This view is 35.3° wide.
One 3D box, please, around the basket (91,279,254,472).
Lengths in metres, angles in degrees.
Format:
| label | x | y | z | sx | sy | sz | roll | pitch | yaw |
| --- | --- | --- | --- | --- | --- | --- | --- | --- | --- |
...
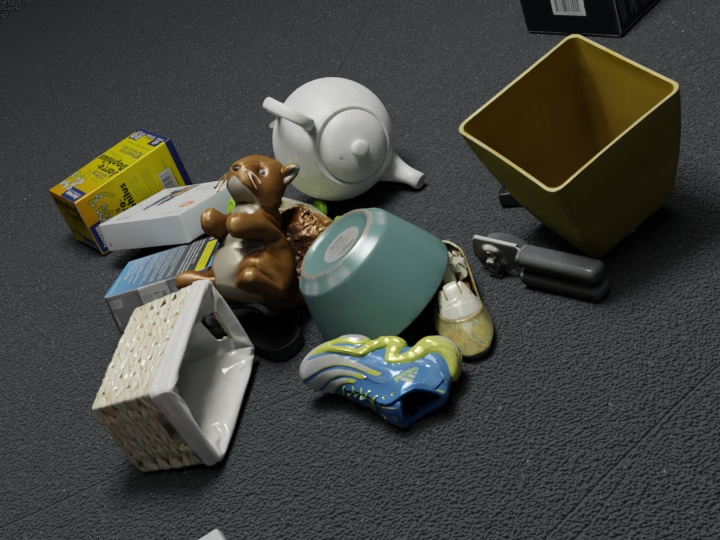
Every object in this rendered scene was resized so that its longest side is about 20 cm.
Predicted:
| label | x | y | z | sx | sy | sz | roll | pitch | yaw |
| --- | --- | --- | --- | --- | --- | --- | --- | --- | --- |
| basket | -0.227 | 0.132 | 1.383 | 0.123 | 0.136 | 0.201 | -16 | 35 | 21 |

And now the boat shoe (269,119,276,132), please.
| label | x | y | z | sx | sy | sz | roll | pitch | yaw |
| --- | --- | --- | --- | --- | --- | --- | --- | --- | --- |
| boat shoe | -0.106 | -0.238 | 1.924 | 0.074 | 0.063 | 0.200 | -33 | 18 | -7 |

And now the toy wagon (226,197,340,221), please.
| label | x | y | z | sx | sy | sz | roll | pitch | yaw |
| --- | --- | --- | --- | --- | --- | --- | --- | --- | --- |
| toy wagon | -0.116 | -0.081 | 1.654 | 0.154 | 0.040 | 0.200 | 0 | 22 | -31 |

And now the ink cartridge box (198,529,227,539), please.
| label | x | y | z | sx | sy | sz | roll | pitch | yaw |
| --- | --- | --- | --- | --- | --- | --- | --- | --- | --- |
| ink cartridge box | -0.196 | 0.363 | 1.116 | 0.199 | 0.050 | 0.162 | -27 | 32 | -13 |

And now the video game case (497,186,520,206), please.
| label | x | y | z | sx | sy | sz | roll | pitch | yaw |
| --- | --- | --- | --- | --- | --- | --- | --- | --- | --- |
| video game case | 0.310 | -0.156 | 1.580 | 0.199 | 0.026 | 0.181 | -3 | 38 | 29 |

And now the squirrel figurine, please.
| label | x | y | z | sx | sy | sz | roll | pitch | yaw |
| --- | --- | --- | --- | --- | --- | --- | --- | --- | --- |
| squirrel figurine | -0.123 | -0.050 | 1.498 | 0.141 | 0.199 | 0.188 | -8 | 70 | 44 |

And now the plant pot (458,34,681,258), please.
| label | x | y | z | sx | sy | sz | roll | pitch | yaw |
| --- | --- | --- | --- | --- | --- | --- | --- | --- | --- |
| plant pot | 0.278 | -0.139 | 1.405 | 0.200 | 0.177 | 0.200 | -40 | 42 | -7 |

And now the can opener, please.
| label | x | y | z | sx | sy | sz | roll | pitch | yaw |
| --- | --- | --- | --- | --- | --- | --- | --- | --- | --- |
| can opener | 0.224 | -0.016 | 1.403 | 0.199 | 0.054 | 0.067 | 14 | 48 | 42 |

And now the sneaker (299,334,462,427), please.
| label | x | y | z | sx | sy | sz | roll | pitch | yaw |
| --- | --- | --- | --- | --- | --- | --- | --- | --- | --- |
| sneaker | 0.017 | 0.128 | 1.300 | 0.198 | 0.076 | 0.105 | -10 | 35 | 18 |

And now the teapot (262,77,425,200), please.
| label | x | y | z | sx | sy | sz | roll | pitch | yaw |
| --- | --- | --- | --- | --- | --- | --- | --- | --- | --- |
| teapot | -0.031 | -0.191 | 1.672 | 0.199 | 0.199 | 0.146 | -22 | 21 | -16 |

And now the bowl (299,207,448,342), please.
| label | x | y | z | sx | sy | sz | roll | pitch | yaw |
| --- | --- | --- | --- | --- | --- | --- | --- | --- | --- |
| bowl | 0.000 | 0.000 | 1.412 | 0.200 | 0.105 | 0.201 | -36 | 25 | 20 |

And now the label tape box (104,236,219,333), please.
| label | x | y | z | sx | sy | sz | roll | pitch | yaw |
| --- | --- | --- | --- | --- | --- | --- | --- | --- | --- |
| label tape box | -0.249 | 0.010 | 1.621 | 0.198 | 0.064 | 0.144 | -17 | 20 | 10 |

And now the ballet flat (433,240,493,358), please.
| label | x | y | z | sx | sy | sz | roll | pitch | yaw |
| --- | --- | --- | --- | --- | --- | --- | --- | --- | --- |
| ballet flat | 0.115 | 0.028 | 1.393 | 0.070 | 0.071 | 0.201 | -19 | 33 | 6 |

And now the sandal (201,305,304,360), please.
| label | x | y | z | sx | sy | sz | roll | pitch | yaw |
| --- | --- | --- | --- | --- | --- | --- | --- | --- | --- |
| sandal | -0.158 | 0.072 | 1.518 | 0.199 | 0.043 | 0.076 | 6 | 42 | 37 |

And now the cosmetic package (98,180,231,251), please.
| label | x | y | z | sx | sy | sz | roll | pitch | yaw |
| --- | --- | --- | --- | --- | --- | --- | --- | --- | --- |
| cosmetic package | -0.290 | -0.087 | 1.771 | 0.199 | 0.052 | 0.151 | -4 | 25 | 41 |

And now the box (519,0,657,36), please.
| label | x | y | z | sx | sy | sz | roll | pitch | yaw |
| --- | --- | --- | --- | --- | --- | --- | --- | --- | --- |
| box | 0.404 | -0.505 | 1.940 | 0.199 | 0.125 | 0.196 | 14 | 46 | 44 |

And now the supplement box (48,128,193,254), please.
| label | x | y | z | sx | sy | sz | roll | pitch | yaw |
| --- | --- | --- | --- | --- | --- | --- | --- | --- | --- |
| supplement box | -0.400 | -0.136 | 1.907 | 0.200 | 0.110 | 0.109 | -39 | 36 | -23 |
